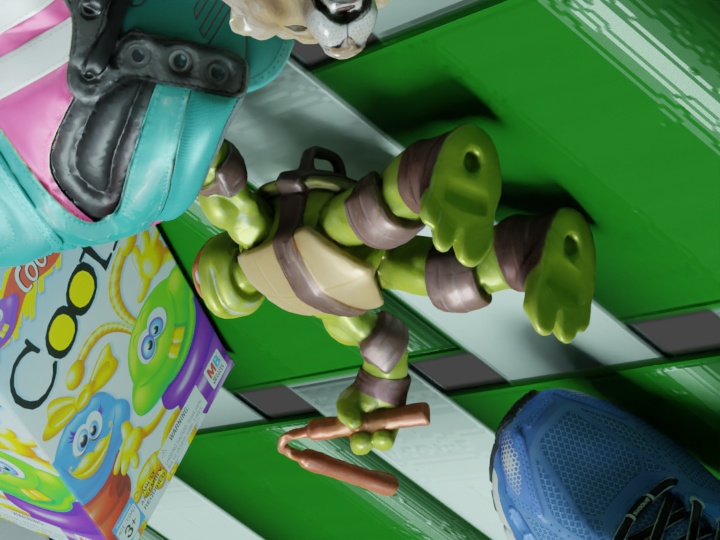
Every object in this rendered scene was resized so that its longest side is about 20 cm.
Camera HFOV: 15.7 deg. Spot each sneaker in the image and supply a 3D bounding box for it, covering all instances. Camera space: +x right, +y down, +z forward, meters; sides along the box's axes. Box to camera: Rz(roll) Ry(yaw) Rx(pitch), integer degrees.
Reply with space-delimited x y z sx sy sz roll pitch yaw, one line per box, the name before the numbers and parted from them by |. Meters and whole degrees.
sneaker | 0.132 0.108 0.904 0.200 0.079 0.089 40 157 5
sneaker | -0.079 -0.088 0.753 0.120 0.084 0.201 -3 126 -5

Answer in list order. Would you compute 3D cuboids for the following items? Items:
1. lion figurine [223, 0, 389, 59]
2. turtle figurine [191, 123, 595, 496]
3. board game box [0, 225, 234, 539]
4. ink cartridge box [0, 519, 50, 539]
lion figurine | -0.082 -0.110 0.666 0.198 0.073 0.123 7 151 -4
turtle figurine | 0.000 0.000 0.868 0.161 0.065 0.200 -7 131 44
board game box | -0.140 0.015 1.011 0.104 0.103 0.200 17 156 24
ink cartridge box | -0.271 0.177 1.543 0.144 0.084 0.200 32 157 -6
